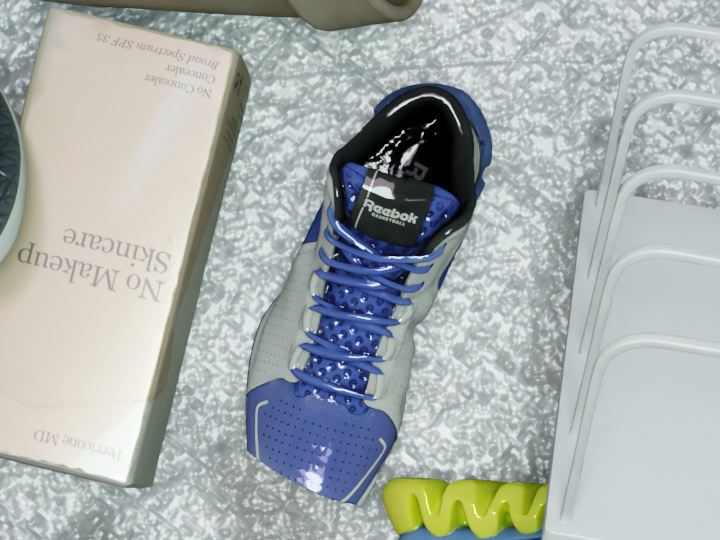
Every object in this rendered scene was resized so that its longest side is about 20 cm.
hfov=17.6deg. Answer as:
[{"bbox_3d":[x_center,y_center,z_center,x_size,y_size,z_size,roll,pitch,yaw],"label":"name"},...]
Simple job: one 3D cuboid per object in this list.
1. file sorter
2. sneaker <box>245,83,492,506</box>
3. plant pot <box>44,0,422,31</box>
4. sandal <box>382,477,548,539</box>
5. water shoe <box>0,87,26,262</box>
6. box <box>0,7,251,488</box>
[{"bbox_3d":[0.158,0.010,0.942,0.138,0.125,0.200,9,45,3],"label":"file sorter"},{"bbox_3d":[0.000,-0.001,1.035,0.080,0.115,0.200,20,85,5],"label":"sneaker"},{"bbox_3d":[-0.078,-0.193,1.037,0.173,0.200,0.201,-11,83,17],"label":"plant pot"},{"bbox_3d":[0.098,0.134,1.007,0.199,0.079,0.088,-4,78,39],"label":"sandal"},{"bbox_3d":[-0.197,-0.062,1.041,0.071,0.079,0.201,-4,55,-22],"label":"water shoe"},{"bbox_3d":[-0.118,-0.007,1.058,0.094,0.078,0.201,12,84,2],"label":"box"}]
